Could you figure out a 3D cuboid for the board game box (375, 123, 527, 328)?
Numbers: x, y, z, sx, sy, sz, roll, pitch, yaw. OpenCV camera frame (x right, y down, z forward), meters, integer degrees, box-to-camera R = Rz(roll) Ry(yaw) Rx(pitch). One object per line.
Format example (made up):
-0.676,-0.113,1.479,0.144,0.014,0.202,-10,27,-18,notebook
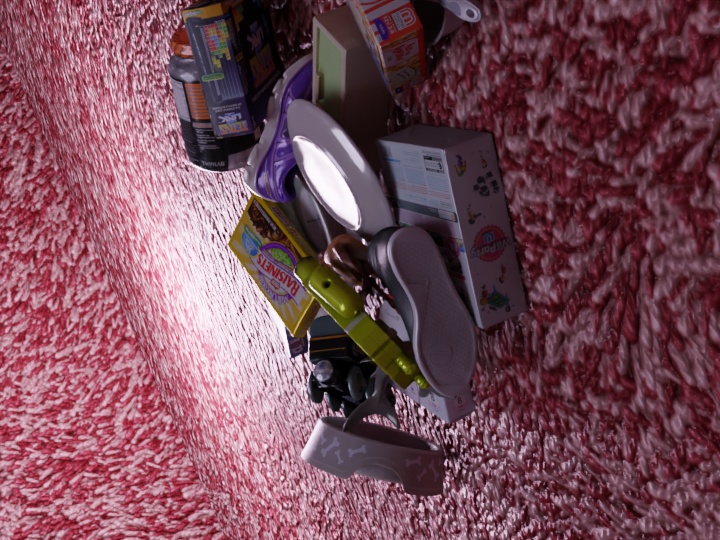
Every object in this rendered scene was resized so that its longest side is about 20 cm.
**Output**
0.098,-0.052,1.235,0.148,0.064,0.200,23,130,61,board game box

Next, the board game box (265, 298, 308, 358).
-0.120,0.031,1.692,0.200,0.035,0.136,87,160,-62,board game box

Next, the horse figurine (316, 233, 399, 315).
0.000,0.000,1.355,0.132,0.050,0.200,37,177,8,horse figurine

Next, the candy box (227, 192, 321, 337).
-0.111,-0.012,1.557,0.200,0.026,0.102,51,126,35,candy box

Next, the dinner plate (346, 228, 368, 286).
-0.034,-0.074,1.573,0.200,0.024,0.200,51,153,38,dinner plate

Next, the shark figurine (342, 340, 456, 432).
0.033,0.124,1.410,0.214,0.089,0.128,-37,62,57,shark figurine

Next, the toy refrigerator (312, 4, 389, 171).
-0.015,-0.205,1.339,0.076,0.070,0.200,51,154,34,toy refrigerator

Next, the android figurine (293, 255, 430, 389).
0.005,0.063,1.282,0.200,0.041,0.182,43,178,37,android figurine

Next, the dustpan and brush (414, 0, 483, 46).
0.076,-0.268,1.079,0.200,0.057,0.140,36,143,52,dustpan and brush

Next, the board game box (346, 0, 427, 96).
0.014,-0.271,1.138,0.200,0.046,0.152,38,-153,-84,board game box

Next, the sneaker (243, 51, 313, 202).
-0.076,-0.180,1.449,0.083,0.081,0.200,26,106,16,sneaker

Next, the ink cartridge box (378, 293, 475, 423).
0.069,0.077,1.449,0.163,0.057,0.200,28,141,58,ink cartridge box

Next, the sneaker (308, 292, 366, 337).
-0.037,0.073,1.639,0.200,0.075,0.081,174,89,-75,sneaker

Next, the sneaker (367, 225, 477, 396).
0.067,0.035,1.229,0.099,0.071,0.200,-139,27,-70,sneaker

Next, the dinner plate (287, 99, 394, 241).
-0.031,-0.108,1.326,0.200,0.024,0.200,49,164,20,dinner plate

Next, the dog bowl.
0.022,0.249,1.546,0.200,0.200,0.059,13,89,64,dog bowl

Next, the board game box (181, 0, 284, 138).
-0.157,-0.281,1.473,0.200,0.057,0.165,-68,-33,-64,board game box

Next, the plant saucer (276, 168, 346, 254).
-0.066,-0.067,1.555,0.200,0.050,0.200,48,151,39,plant saucer

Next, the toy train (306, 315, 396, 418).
-0.010,0.134,1.547,0.200,0.085,0.114,38,-131,-60,toy train

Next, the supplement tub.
-0.213,-0.257,1.678,0.123,0.122,0.200,40,145,49,supplement tub
